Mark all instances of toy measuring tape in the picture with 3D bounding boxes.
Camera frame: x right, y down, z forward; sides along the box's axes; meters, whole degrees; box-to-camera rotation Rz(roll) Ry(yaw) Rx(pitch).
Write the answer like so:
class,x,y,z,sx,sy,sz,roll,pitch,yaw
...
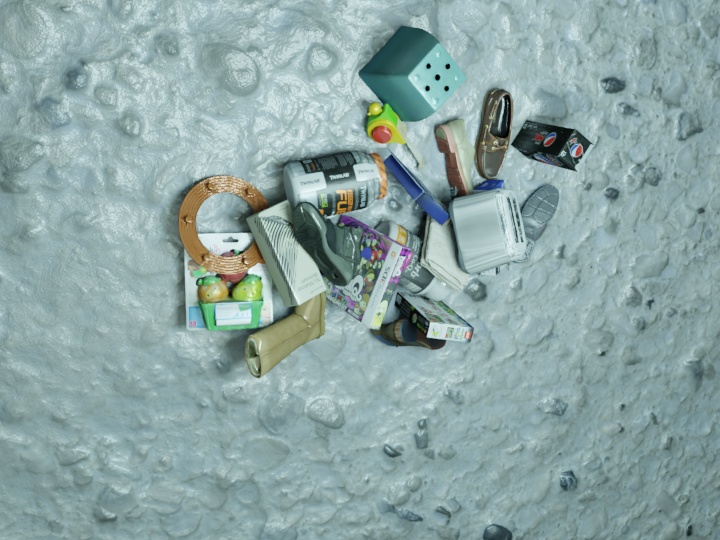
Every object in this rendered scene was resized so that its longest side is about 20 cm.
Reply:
class,x,y,z,sx,sy,sz,roll,pitch,yaw
toy measuring tape,0.066,-0.282,1.467,0.074,0.074,0.200,-44,132,-1

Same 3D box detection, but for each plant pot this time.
class,x,y,z,sx,sy,sz,roll,pitch,yaw
plant pot,0.116,-0.386,1.367,0.141,0.200,0.141,-46,115,1

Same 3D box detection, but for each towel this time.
class,x,y,z,sx,sy,sz,roll,pitch,yaw
towel,0.193,-0.059,1.514,0.132,0.202,0.034,35,136,-27

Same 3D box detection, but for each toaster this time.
class,x,y,z,sx,sy,sz,roll,pitch,yaw
toaster,0.271,-0.094,1.461,0.113,0.128,0.203,-3,81,-59

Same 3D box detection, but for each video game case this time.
class,x,y,z,sx,sy,sz,roll,pitch,yaw
video game case,0.000,0.000,1.453,0.036,0.199,0.183,12,105,-45

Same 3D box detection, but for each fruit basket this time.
class,x,y,z,sx,sy,sz,roll,pitch,yaw
fruit basket,-0.272,0.024,1.428,0.183,0.094,0.203,-1,104,-17

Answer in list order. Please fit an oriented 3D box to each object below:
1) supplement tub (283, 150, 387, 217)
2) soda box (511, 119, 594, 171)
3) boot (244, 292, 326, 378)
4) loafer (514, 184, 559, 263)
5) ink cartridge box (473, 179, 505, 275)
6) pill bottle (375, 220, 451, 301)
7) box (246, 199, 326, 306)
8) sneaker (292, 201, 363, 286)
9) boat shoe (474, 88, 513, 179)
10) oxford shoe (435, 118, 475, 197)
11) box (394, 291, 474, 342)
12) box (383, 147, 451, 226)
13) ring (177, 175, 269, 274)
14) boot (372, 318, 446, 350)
class,x,y,z,sx,sy,sz,roll,pitch,yaw
supplement tub,-0.052,-0.178,1.419,0.197,0.123,0.124,-14,110,-13
soda box,0.415,-0.274,1.499,0.063,0.200,0.071,30,96,-23
boot,-0.158,0.109,1.453,0.199,0.066,0.178,-28,118,-43
loafer,0.405,-0.109,1.632,0.071,0.063,0.202,27,87,5
ink cartridge box,0.302,-0.099,1.576,0.094,0.044,0.203,-34,122,-52
pill bottle,0.113,-0.017,1.526,0.199,0.116,0.117,29,96,-23
box,-0.151,-0.033,1.398,0.082,0.068,0.202,-30,101,-31
sneaker,-0.062,-0.076,1.388,0.200,0.076,0.115,55,46,-30
boat shoe,0.300,-0.299,1.526,0.069,0.070,0.203,-6,109,-17
oxford shoe,0.231,-0.237,1.524,0.073,0.071,0.202,-27,115,-16
box,0.161,0.102,1.532,0.109,0.200,0.035,9,104,-20
box,0.115,-0.171,1.427,0.032,0.122,0.200,-41,150,10
ring,-0.269,-0.094,1.391,0.198,0.019,0.204,3,84,-27
boot,0.119,0.146,1.614,0.199,0.096,0.076,18,73,-48
